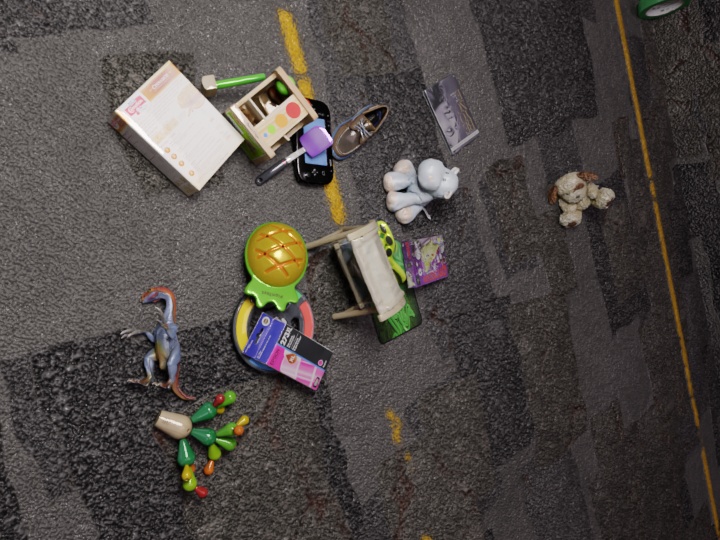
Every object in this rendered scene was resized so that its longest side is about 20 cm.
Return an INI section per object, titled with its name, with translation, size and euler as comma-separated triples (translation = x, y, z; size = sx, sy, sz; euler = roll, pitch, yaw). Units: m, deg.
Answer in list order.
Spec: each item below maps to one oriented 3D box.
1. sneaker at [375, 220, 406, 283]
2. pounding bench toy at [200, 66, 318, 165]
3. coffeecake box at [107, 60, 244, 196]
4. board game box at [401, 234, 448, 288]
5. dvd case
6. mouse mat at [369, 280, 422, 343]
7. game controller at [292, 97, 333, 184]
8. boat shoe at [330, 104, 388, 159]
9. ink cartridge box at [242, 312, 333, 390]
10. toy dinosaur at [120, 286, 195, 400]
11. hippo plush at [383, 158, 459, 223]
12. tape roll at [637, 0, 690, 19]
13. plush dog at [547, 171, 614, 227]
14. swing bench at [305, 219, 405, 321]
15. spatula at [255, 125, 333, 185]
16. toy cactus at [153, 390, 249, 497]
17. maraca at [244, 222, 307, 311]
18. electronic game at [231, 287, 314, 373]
[sneaker]
translation = 0.061, -0.050, 1.311
size = 0.084, 0.074, 0.200
euler = -90, 164, -44
[pounding bench toy]
translation = -0.212, -0.352, 1.097
size = 0.156, 0.124, 0.200
euler = -46, 111, -16
[coffeecake box]
translation = -0.356, -0.274, 1.034
size = 0.200, 0.073, 0.154
euler = 46, 62, -25
[board game box]
translation = 0.175, -0.028, 1.409
size = 0.200, 0.032, 0.121
euler = -15, 100, -56
[dvd case]
translation = 0.271, -0.462, 1.557
size = 0.149, 0.016, 0.201
euler = -39, 110, -33
[mouse mat]
translation = 0.085, 0.074, 1.384
size = 0.161, 0.008, 0.201
euler = -22, 101, -36
[game controller]
translation = -0.111, -0.302, 1.238
size = 0.104, 0.042, 0.201
euler = -2, 89, -32
[boat shoe]
translation = -0.002, -0.353, 1.307
size = 0.072, 0.072, 0.200
euler = 48, 61, -24
[ink cartridge box]
translation = -0.152, 0.177, 1.139
size = 0.200, 0.037, 0.095
euler = 37, 70, -35
[toy dinosaur]
translation = -0.382, 0.132, 1.009
size = 0.200, 0.104, 0.182
euler = 67, 29, -60
[hippo plush]
translation = 0.170, -0.202, 1.371
size = 0.200, 0.160, 0.160
euler = 35, 67, -30
[tape roll]
translation = 1.304, -1.150, 2.271
size = 0.200, 0.200, 0.048
euler = -9, 91, -37
[plush dog]
translation = 0.744, -0.274, 1.827
size = 0.172, 0.200, 0.161
euler = 35, 33, -40
[swing bench]
translation = 0.000, 0.000, 1.203
size = 0.129, 0.200, 0.200
euler = -28, 103, -35
[spatula]
translation = -0.154, -0.254, 1.184
size = 0.200, 0.021, 0.057
euler = -38, 99, -13
[toy cactus]
translation = -0.316, 0.321, 1.021
size = 0.165, 0.102, 0.201
euler = 30, 78, -21
[maraca]
translation = -0.179, -0.011, 1.117
size = 0.136, 0.107, 0.201
euler = 11, 65, -17
[electronic game]
translation = -0.187, 0.123, 1.153
size = 0.199, 0.042, 0.201
euler = 3, 84, -37
